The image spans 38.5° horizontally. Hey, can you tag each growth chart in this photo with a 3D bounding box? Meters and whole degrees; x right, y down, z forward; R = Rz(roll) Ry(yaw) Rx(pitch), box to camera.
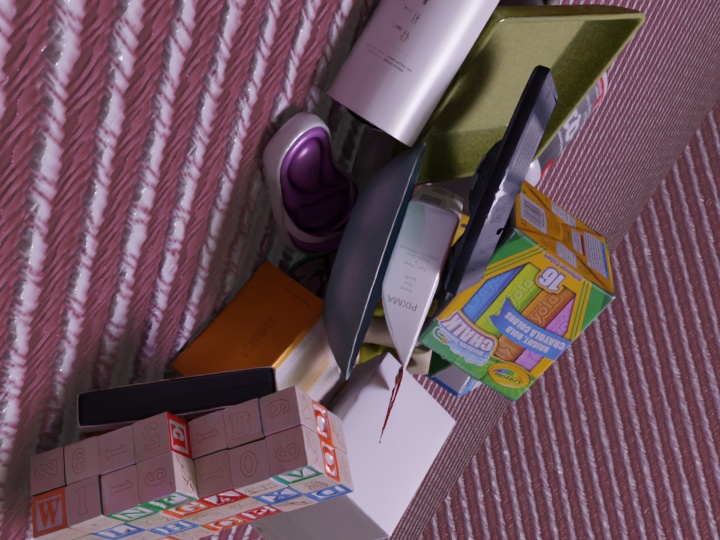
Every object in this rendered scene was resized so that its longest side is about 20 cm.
[{"bbox_3d":[0.026,-0.125,0.939,0.145,0.018,0.201,-38,155,-47],"label":"growth chart"}]

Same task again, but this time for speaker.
[{"bbox_3d":[0.055,-0.197,0.785,0.201,0.081,0.081,-59,162,7],"label":"speaker"}]

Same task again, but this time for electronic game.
[{"bbox_3d":[0.114,-0.074,0.856,0.200,0.041,0.202,24,90,-84],"label":"electronic game"}]

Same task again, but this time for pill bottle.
[{"bbox_3d":[0.165,-0.154,1.098,0.200,0.113,0.114,-51,162,-19],"label":"pill bottle"}]

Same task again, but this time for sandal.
[{"bbox_3d":[-0.032,-0.054,0.840,0.083,0.050,0.203,-47,157,-5],"label":"sandal"}]

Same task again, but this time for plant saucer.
[{"bbox_3d":[0.128,-0.166,0.918,0.199,0.048,0.200,-13,150,-38],"label":"plant saucer"},{"bbox_3d":[0.005,-0.013,0.838,0.201,0.038,0.203,20,90,-87],"label":"plant saucer"}]

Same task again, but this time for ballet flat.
[{"bbox_3d":[0.000,0.000,0.993,0.069,0.071,0.200,-41,174,36],"label":"ballet flat"}]

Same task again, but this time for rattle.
[{"bbox_3d":[0.013,0.028,1.097,0.200,0.130,0.144,41,71,-46],"label":"rattle"}]

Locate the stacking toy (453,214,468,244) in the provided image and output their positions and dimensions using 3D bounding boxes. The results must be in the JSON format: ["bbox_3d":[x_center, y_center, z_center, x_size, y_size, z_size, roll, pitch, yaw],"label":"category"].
[{"bbox_3d":[0.105,-0.027,1.190,0.199,0.146,0.147,-3,127,-49],"label":"stacking toy"}]

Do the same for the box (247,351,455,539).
[{"bbox_3d":[-0.025,0.195,1.059,0.200,0.106,0.153,-31,-163,52],"label":"box"}]

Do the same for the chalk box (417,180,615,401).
[{"bbox_3d":[0.138,0.033,1.022,0.200,0.123,0.125,-52,-168,29],"label":"chalk box"}]

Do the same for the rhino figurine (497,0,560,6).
[{"bbox_3d":[0.164,-0.261,0.996,0.200,0.060,0.088,-50,178,-24],"label":"rhino figurine"}]

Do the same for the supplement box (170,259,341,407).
[{"bbox_3d":[-0.087,0.097,0.933,0.126,0.073,0.201,-49,160,-21],"label":"supplement box"}]

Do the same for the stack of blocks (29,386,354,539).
[{"bbox_3d":[-0.119,0.146,0.738,0.198,0.059,0.115,-19,152,14],"label":"stack of blocks"}]

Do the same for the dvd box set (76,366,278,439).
[{"bbox_3d":[-0.129,0.137,0.818,0.145,0.030,0.201,-8,151,-5],"label":"dvd box set"}]

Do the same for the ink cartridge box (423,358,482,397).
[{"bbox_3d":[0.113,0.075,1.308,0.086,0.146,0.200,-61,162,11],"label":"ink cartridge box"}]

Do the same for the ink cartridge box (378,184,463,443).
[{"bbox_3d":[0.037,0.030,0.908,0.161,0.050,0.202,-55,166,-79],"label":"ink cartridge box"}]
